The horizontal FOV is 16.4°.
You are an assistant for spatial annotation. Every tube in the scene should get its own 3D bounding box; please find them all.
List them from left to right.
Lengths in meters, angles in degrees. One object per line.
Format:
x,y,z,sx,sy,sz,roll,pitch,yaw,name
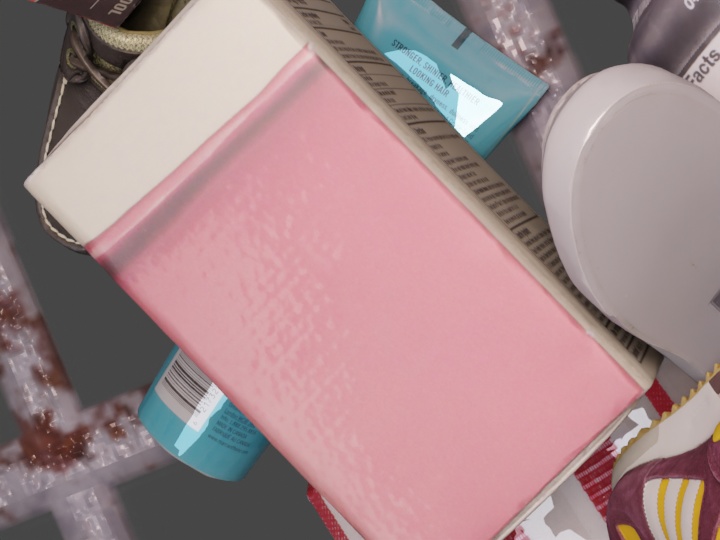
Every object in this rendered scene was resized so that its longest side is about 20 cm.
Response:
-0.014,-0.012,0.960,0.077,0.050,0.200,35,105,2,tube

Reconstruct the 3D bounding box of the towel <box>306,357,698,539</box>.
0.090,0.093,0.952,0.200,0.023,0.144,-34,86,23,towel

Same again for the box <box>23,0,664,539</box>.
0.000,0.000,0.874,0.200,0.128,0.109,45,100,4,box

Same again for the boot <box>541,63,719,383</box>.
0.087,-0.020,0.820,0.074,0.200,0.096,-47,52,-3,boot

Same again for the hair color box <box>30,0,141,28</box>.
-0.118,-0.201,0.915,0.111,0.064,0.200,-45,62,21,hair color box

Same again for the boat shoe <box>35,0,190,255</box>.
-0.084,-0.095,0.956,0.072,0.066,0.201,31,108,15,boat shoe

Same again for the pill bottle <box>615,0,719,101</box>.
0.165,-0.069,0.848,0.200,0.106,0.106,44,111,8,pill bottle

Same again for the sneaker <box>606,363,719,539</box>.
0.127,0.093,0.826,0.075,0.200,0.090,5,65,-5,sneaker
